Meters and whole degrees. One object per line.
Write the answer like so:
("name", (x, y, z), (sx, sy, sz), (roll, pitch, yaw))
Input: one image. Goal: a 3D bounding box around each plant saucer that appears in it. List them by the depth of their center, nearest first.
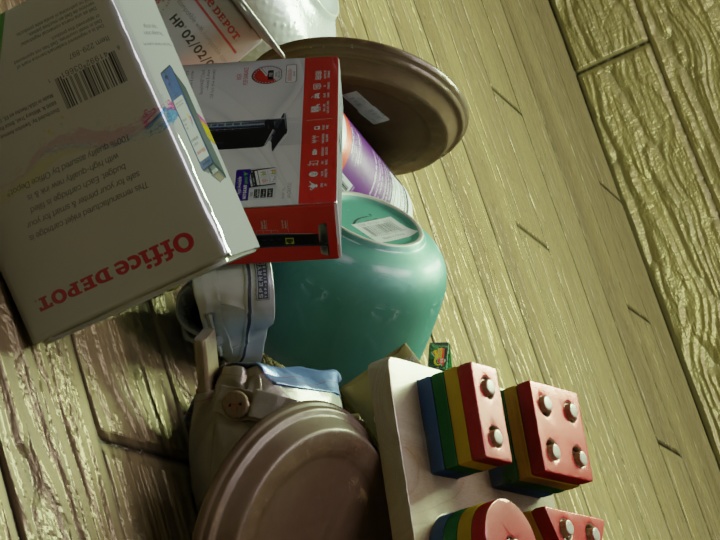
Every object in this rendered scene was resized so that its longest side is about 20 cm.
("plant saucer", (-0.039, 0.188, 1.494), (0.200, 0.029, 0.201), (-17, 112, -48))
("plant saucer", (-0.005, -0.139, 1.960), (0.200, 0.200, 0.030), (48, 45, -48))

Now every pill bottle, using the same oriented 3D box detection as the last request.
("pill bottle", (-0.027, -0.065, 1.939), (0.200, 0.112, 0.113), (48, 24, -50))

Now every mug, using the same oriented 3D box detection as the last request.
("mug", (-0.009, 0.000, 1.770), (0.152, 0.115, 0.185), (14, 26, -12))

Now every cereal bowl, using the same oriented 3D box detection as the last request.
("cereal bowl", (-0.078, -0.268, 2.110), (0.200, 0.083, 0.200), (56, 20, -32))

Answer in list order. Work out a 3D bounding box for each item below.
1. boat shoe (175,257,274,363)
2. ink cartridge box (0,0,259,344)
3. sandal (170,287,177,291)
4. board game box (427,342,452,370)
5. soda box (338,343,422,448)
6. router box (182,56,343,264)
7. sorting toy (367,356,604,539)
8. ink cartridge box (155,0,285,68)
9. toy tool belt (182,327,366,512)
("boat shoe", (-0.102, 0.030, 1.613), (0.200, 0.066, 0.072), (133, -48, -79))
("ink cartridge box", (-0.173, -0.072, 1.409), (0.200, 0.145, 0.087), (66, 14, 1))
("sandal", (-0.114, -0.042, 1.676), (0.080, 0.087, 0.200), (66, 18, -9))
("board game box", (0.071, 0.167, 2.011), (0.200, 0.023, 0.105), (-83, 166, -53))
("soda box", (0.038, 0.136, 1.720), (0.068, 0.064, 0.200), (52, -11, 25))
("router box", (-0.103, -0.078, 1.584), (0.200, 0.179, 0.049), (-91, 177, -54))
("sorting toy", (0.103, 0.165, 1.571), (0.200, 0.070, 0.199), (19, 57, -52))
("ink cartridge box", (-0.150, -0.215, 1.687), (0.200, 0.068, 0.115), (45, -5, 47))
("toy tool belt", (-0.056, 0.103, 1.589), (0.200, 0.125, 0.123), (11, 62, -64))
